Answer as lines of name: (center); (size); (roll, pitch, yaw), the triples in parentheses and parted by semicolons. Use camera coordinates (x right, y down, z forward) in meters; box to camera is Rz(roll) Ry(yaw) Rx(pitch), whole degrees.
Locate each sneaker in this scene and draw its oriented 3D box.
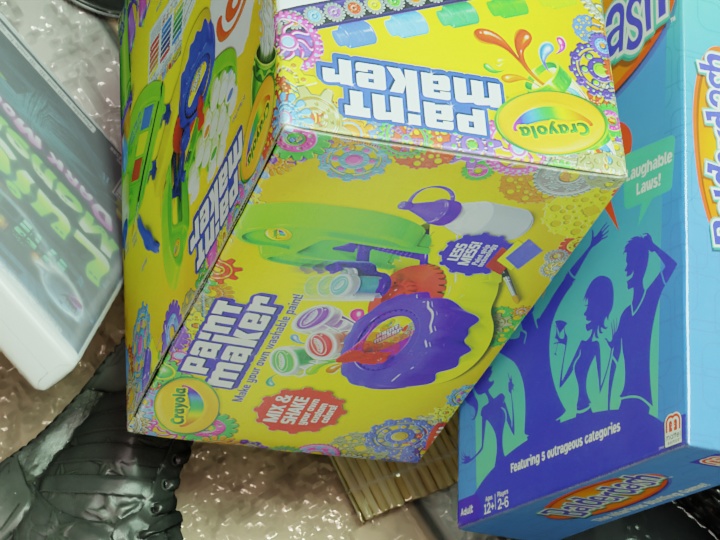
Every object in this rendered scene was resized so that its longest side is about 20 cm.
sneaker: (-0.091, 0.102, 0.970); (0.104, 0.060, 0.200); (43, 75, 10)

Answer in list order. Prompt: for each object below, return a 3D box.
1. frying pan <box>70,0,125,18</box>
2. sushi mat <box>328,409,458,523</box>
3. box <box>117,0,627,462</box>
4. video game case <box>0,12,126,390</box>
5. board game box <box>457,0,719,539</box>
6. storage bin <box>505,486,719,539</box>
frying pan: (-0.067, -0.142, 1.081); (0.190, 0.031, 0.115); (37, 70, 10)
sushi mat: (0.000, 0.000, 1.043); (0.095, 0.012, 0.201); (-22, 75, -17)
box: (-0.008, -0.065, 0.903); (0.121, 0.200, 0.194); (8, 56, -18)
video game case: (-0.159, -0.066, 0.939); (0.023, 0.182, 0.200); (-36, 102, 17)
board game box: (0.090, -0.016, 0.883); (0.045, 0.152, 0.201); (11, 69, -25)
storage bin: (0.094, 0.165, 0.953); (0.135, 0.094, 0.200); (40, 70, 7)
